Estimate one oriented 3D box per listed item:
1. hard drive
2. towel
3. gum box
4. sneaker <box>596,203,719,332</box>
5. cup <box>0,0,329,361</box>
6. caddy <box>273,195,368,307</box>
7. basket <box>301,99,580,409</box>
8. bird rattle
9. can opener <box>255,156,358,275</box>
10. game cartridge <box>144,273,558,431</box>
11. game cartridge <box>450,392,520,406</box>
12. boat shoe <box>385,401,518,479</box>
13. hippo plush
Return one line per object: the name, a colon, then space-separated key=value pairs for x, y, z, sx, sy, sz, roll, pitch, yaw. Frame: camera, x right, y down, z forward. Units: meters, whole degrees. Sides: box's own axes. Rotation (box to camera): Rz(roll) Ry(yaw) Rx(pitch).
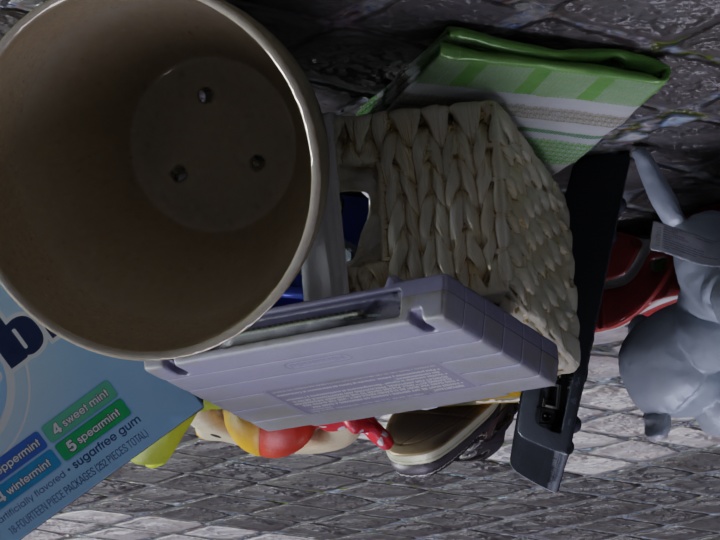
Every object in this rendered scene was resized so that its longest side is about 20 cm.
hard drive: x=0.135 y=0.033 z=1.666 sx=0.042 sy=0.201 sz=0.135 roll=12 pitch=164 yaw=4
towel: x=0.078 y=-0.096 z=1.530 sx=0.148 sy=0.031 sz=0.200 roll=5 pitch=162 yaw=-20
gum box: x=-0.215 y=0.045 z=1.479 sx=0.170 sy=0.200 sz=0.045 roll=-36 pitch=-171 yaw=0
sneaker: x=0.221 y=0.013 z=1.807 sx=0.199 sy=0.079 sz=0.115 roll=-11 pitch=159 yaw=39
cup: x=-0.100 y=-0.063 z=1.406 sx=0.199 sy=0.201 sz=0.143 roll=-3 pitch=-172 yaw=14
caddy: x=-0.033 y=0.015 z=1.769 sx=0.199 sy=0.106 sz=0.141 roll=5 pitch=165 yaw=-16
basket: x=0.051 y=-0.008 z=1.536 sx=0.123 sy=0.136 sz=0.200 roll=-9 pitch=161 yaw=17
bird rattle: x=-0.055 y=0.081 z=1.725 sx=0.199 sy=0.113 sz=0.163 roll=-2 pitch=160 yaw=3
can opener: x=0.000 y=0.000 z=1.665 sx=0.200 sy=0.079 sz=0.063 roll=31 pitch=176 yaw=-20
game cartridge: x=-0.004 y=0.047 z=1.433 sx=0.199 sy=0.039 sz=0.129 roll=-11 pitch=159 yaw=31
game cartridge: x=0.036 y=0.054 z=1.879 sx=0.199 sy=0.033 sz=0.176 roll=-3 pitch=-160 yaw=15
boat shoe: x=0.075 y=0.108 z=1.855 sx=0.072 sy=0.065 sz=0.200 roll=-2 pitch=-159 yaw=21
hippo plush: x=0.236 y=0.053 z=1.649 sx=0.199 sy=0.160 sz=0.161 roll=16 pitch=131 yaw=-20
